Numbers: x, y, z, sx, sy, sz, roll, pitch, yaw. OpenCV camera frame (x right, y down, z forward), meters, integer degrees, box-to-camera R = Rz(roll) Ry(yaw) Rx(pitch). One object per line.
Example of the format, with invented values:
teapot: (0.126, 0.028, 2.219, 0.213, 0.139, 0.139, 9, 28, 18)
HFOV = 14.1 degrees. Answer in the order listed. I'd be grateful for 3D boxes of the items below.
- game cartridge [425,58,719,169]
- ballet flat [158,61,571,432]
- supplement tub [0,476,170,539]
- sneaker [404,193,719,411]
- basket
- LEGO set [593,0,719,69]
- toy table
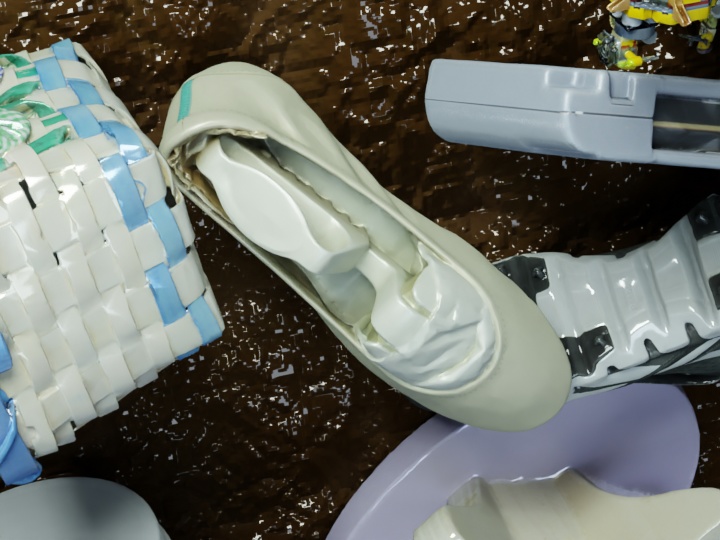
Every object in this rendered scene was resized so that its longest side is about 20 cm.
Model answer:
game cartridge: (0.134, -0.058, 1.141, 0.200, 0.133, 0.041, 3, 98, -25)
ballet flat: (0.000, 0.000, 1.145, 0.200, 0.069, 0.069, 40, 105, -5)
supplement tub: (-0.109, 0.202, 1.230, 0.145, 0.145, 0.200, -21, 123, -1)
sneaker: (0.113, 0.023, 1.223, 0.200, 0.067, 0.090, -20, 154, 16)
basket: (-0.165, 0.003, 1.087, 0.200, 0.176, 0.139, -30, 120, -6)
LEGO set: (0.117, -0.117, 1.084, 0.154, 0.200, 0.116, -17, 126, -28)
toy table: (0.075, 0.137, 1.256, 0.184, 0.117, 0.200, 29, 108, -27)
